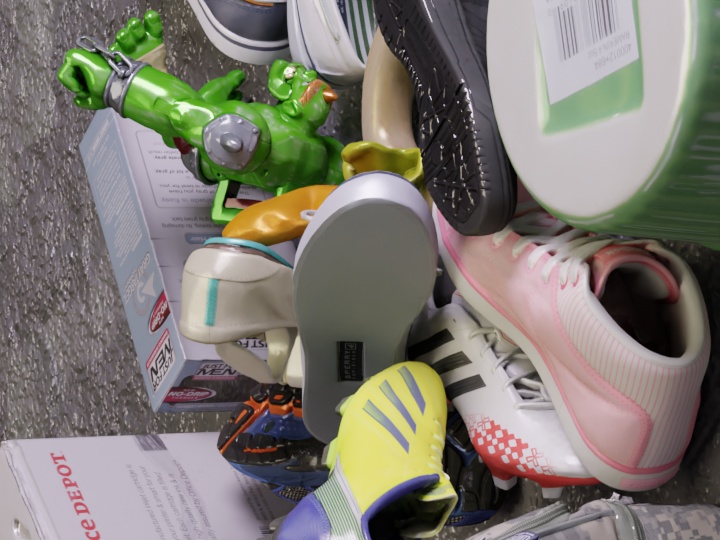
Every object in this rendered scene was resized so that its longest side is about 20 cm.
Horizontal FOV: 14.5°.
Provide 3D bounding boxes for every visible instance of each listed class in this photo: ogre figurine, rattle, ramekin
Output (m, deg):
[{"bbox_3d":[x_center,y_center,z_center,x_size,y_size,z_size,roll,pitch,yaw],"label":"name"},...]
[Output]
[{"bbox_3d":[-0.072,-0.079,1.612,0.120,0.200,0.098,30,77,32],"label":"ogre figurine"},{"bbox_3d":[0.002,-0.118,1.504,0.130,0.142,0.201,-105,20,-63],"label":"rattle"},{"bbox_3d":[0.140,-0.107,1.278,0.200,0.097,0.201,1,92,62],"label":"ramekin"}]

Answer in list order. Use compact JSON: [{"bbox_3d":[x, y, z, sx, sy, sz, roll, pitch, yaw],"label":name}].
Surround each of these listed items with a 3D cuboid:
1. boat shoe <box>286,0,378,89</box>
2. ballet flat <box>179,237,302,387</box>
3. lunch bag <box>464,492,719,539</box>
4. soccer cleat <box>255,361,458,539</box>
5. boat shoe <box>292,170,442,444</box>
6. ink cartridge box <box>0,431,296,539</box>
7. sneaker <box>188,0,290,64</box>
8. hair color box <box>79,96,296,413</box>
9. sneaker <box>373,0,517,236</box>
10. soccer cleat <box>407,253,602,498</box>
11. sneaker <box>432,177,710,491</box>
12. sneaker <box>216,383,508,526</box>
[{"bbox_3d":[-0.011,-0.205,1.601,0.067,0.073,0.201,-1,102,59],"label":"boat shoe"},{"bbox_3d":[-0.041,0.032,1.533,0.069,0.200,0.070,-6,76,26],"label":"ballet flat"},{"bbox_3d":[0.074,0.191,1.329,0.200,0.167,0.140,-40,56,55],"label":"lunch bag"},{"bbox_3d":[0.017,0.106,1.358,0.083,0.200,0.065,-8,114,24],"label":"soccer cleat"},{"bbox_3d":[0.005,0.001,1.450,0.202,0.074,0.086,91,-178,-51],"label":"boat shoe"},{"bbox_3d":[-0.105,0.169,1.629,0.146,0.199,0.085,59,138,44],"label":"ink cartridge box"},{"bbox_3d":[-0.091,-0.215,1.737,0.200,0.078,0.080,49,138,36],"label":"sneaker"},{"bbox_3d":[-0.097,-0.012,1.721,0.061,0.099,0.201,-56,43,45],"label":"hair color box"},{"bbox_3d":[0.072,-0.105,1.399,0.060,0.104,0.200,-57,42,47],"label":"sneaker"},{"bbox_3d":[0.077,0.049,1.429,0.200,0.068,0.086,-138,42,-60],"label":"soccer cleat"},{"bbox_3d":[0.105,0.000,1.356,0.201,0.075,0.105,59,152,32],"label":"sneaker"},{"bbox_3d":[0.012,0.106,1.559,0.200,0.078,0.075,11,65,49],"label":"sneaker"}]
